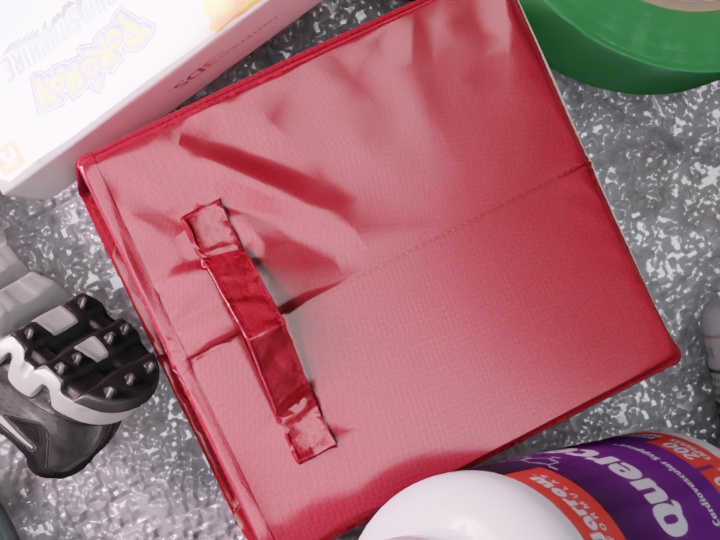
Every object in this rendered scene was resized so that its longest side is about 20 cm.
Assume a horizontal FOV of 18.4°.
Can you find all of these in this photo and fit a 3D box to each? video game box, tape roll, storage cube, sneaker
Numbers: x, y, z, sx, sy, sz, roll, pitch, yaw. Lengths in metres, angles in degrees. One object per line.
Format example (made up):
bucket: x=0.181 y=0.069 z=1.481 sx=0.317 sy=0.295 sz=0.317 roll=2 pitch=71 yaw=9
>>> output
video game box: x=-0.108 y=-0.158 z=0.922 sx=0.200 sy=0.047 sz=0.183 roll=-35 pitch=79 yaw=17
tape roll: x=0.123 y=-0.177 z=0.943 sx=0.200 sy=0.048 sz=0.201 roll=4 pitch=81 yaw=-22
storage cube: x=0.000 y=0.000 z=0.905 sx=0.179 sy=0.200 sz=0.171 roll=-26 pitch=92 yaw=-8
sneaker: x=-0.176 y=0.016 z=0.956 sx=0.200 sy=0.066 sz=0.091 roll=42 pitch=130 yaw=16

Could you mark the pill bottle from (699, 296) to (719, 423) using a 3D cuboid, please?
pill bottle: x=0.219 y=0.102 z=0.955 sx=0.113 sy=0.114 sz=0.201 roll=-11 pitch=92 yaw=-2

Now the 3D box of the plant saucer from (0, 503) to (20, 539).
plant saucer: x=-0.215 y=0.130 z=0.911 sx=0.199 sy=0.036 sz=0.201 roll=19 pitch=53 yaw=-26

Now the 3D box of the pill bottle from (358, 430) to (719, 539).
pill bottle: x=0.070 y=0.124 z=0.820 sx=0.112 sy=0.200 sz=0.113 roll=3 pitch=94 yaw=37
